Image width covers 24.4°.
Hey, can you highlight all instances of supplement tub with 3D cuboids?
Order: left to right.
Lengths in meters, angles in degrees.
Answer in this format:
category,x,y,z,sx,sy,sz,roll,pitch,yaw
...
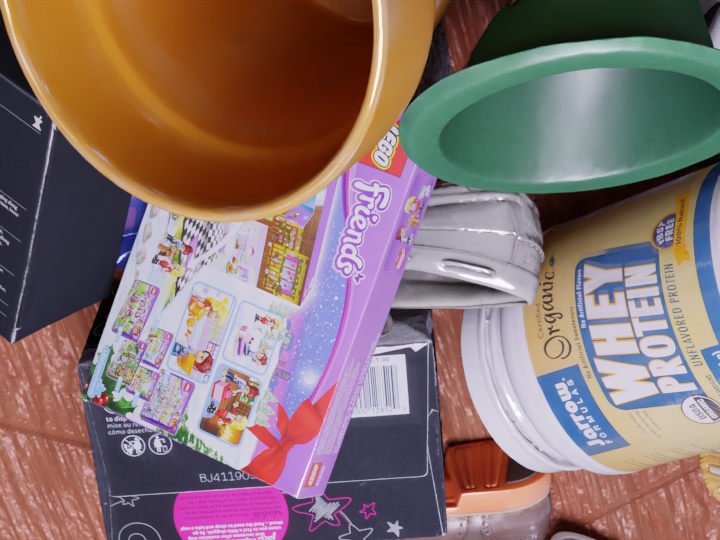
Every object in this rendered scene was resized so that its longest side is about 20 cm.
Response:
category,x,y,z,sx,sy,sz,roll,pitch,yaw
supplement tub,0.167,0.029,0.902,0.199,0.145,0.145,-23,115,41

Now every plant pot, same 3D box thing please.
category,x,y,z,sx,sy,sz,roll,pitch,yaw
plant pot,-0.035,-0.148,0.771,0.198,0.183,0.202,13,118,25

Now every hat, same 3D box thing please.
category,x,y,z,sx,sy,sz,roll,pitch,yaw
hat,0.108,-0.151,0.790,0.199,0.178,0.165,-16,158,36

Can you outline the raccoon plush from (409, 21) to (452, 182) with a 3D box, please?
category,x,y,z,sx,sy,sz,roll,pitch,yaw
raccoon plush,-0.020,-0.121,0.924,0.132,0.097,0.203,1,87,15

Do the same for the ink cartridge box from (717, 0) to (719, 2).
category,x,y,z,sx,sy,sz,roll,pitch,yaw
ink cartridge box,0.207,-0.197,0.795,0.084,0.200,0.146,5,119,-49

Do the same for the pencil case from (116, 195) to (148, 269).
category,x,y,z,sx,sy,sz,roll,pitch,yaw
pencil case,-0.125,-0.091,0.901,0.086,0.078,0.202,26,126,25

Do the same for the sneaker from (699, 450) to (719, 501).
category,x,y,z,sx,sy,sz,roll,pitch,yaw
sneaker,0.257,0.045,0.985,0.075,0.087,0.202,24,94,26

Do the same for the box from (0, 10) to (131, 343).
category,x,y,z,sx,sy,sz,roll,pitch,yaw
box,-0.211,-0.081,0.869,0.199,0.079,0.142,35,129,23

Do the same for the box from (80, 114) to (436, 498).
category,x,y,z,sx,sy,sz,roll,pitch,yaw
box,-0.050,-0.002,0.861,0.136,0.039,0.202,22,94,21

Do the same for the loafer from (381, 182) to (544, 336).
category,x,y,z,sx,sy,sz,roll,pitch,yaw
loafer,0.000,0.000,0.894,0.198,0.071,0.070,-9,153,18

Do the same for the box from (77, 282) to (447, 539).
category,x,y,z,sx,sy,sz,roll,pitch,yaw
box,-0.052,0.077,0.978,0.198,0.115,0.134,-5,113,2

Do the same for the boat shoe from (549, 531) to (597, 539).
category,x,y,z,sx,sy,sz,roll,pitch,yaw
boat shoe,0.188,0.236,1.065,0.199,0.074,0.061,26,122,-17

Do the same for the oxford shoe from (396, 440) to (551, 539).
category,x,y,z,sx,sy,sz,roll,pitch,yaw
oxford shoe,0.022,0.159,1.038,0.198,0.072,0.074,-5,119,4

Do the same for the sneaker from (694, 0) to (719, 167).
category,x,y,z,sx,sy,sz,roll,pitch,yaw
sneaker,0.237,-0.142,0.904,0.111,0.073,0.201,19,107,-26
